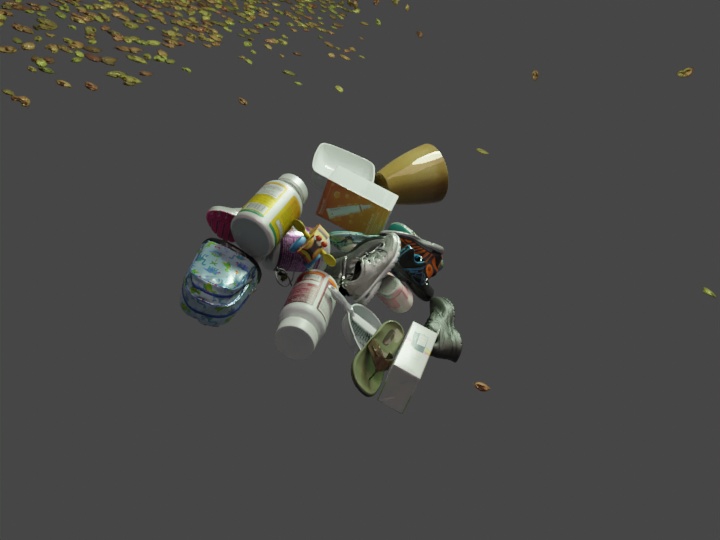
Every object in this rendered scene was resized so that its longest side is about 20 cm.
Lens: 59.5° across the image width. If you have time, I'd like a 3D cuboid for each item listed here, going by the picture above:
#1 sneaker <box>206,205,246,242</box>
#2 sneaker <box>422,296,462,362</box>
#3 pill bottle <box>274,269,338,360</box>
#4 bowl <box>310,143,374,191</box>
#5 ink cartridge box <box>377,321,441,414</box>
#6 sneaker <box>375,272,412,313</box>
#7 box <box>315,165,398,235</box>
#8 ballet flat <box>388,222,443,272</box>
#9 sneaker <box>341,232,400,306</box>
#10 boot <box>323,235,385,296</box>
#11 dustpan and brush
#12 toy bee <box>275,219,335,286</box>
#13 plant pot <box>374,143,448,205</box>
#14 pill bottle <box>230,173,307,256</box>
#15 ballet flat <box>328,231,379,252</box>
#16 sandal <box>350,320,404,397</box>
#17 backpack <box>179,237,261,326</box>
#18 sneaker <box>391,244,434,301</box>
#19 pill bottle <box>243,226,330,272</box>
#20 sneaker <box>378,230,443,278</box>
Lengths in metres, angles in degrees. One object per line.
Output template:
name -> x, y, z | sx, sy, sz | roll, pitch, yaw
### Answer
sneaker -> -0.292, -0.120, 1.587 | 0.196, 0.082, 0.089 | 17, 34, -25
sneaker -> 0.191, 0.137, 1.563 | 0.088, 0.077, 0.202 | 6, 37, -13
pill bottle -> -0.119, 0.096, 1.391 | 0.107, 0.111, 0.202 | 23, 36, -2
bowl -> -0.059, -0.289, 1.930 | 0.195, 0.076, 0.202 | 20, 36, -7
ink cartridge box -> 0.111, 0.200, 1.394 | 0.066, 0.119, 0.201 | 26, 36, 6
sneaker -> 0.066, 0.044, 1.609 | 0.105, 0.075, 0.200 | 47, -3, -34
box -> -0.010, -0.186, 1.789 | 0.197, 0.126, 0.098 | 27, 36, 3
ballet flat -> 0.160, -0.062, 1.803 | 0.073, 0.075, 0.200 | -21, 59, -45
sneaker -> 0.029, -0.017, 1.496 | 0.082, 0.074, 0.202 | 39, 64, -17
boot -> 0.000, 0.000, 1.569 | 0.196, 0.070, 0.133 | -23, 44, 6
dustpan and brush -> -0.014, 0.111, 1.422 | 0.199, 0.057, 0.141 | 42, 35, -13
toy bee -> -0.103, -0.048, 1.411 | 0.130, 0.108, 0.203 | 34, 39, -30
plant pot -> 0.145, -0.284, 1.977 | 0.196, 0.189, 0.187 | -18, 52, -27
pill bottle -> -0.201, -0.134, 1.440 | 0.111, 0.114, 0.201 | 28, 47, 5
ballet flat -> 0.005, -0.063, 1.692 | 0.195, 0.075, 0.075 | 1, 42, -25
sandal -> 0.041, 0.180, 1.363 | 0.079, 0.057, 0.203 | 39, 53, -9
backpack -> -0.309, 0.026, 1.357 | 0.161, 0.155, 0.202 | 29, 48, -5
sneaker -> 0.146, 0.012, 1.604 | 0.073, 0.082, 0.200 | 46, 3, 42
pill bottle -> -0.181, -0.055, 1.537 | 0.196, 0.114, 0.113 | 3, 41, -28
sneaker -> 0.131, -0.033, 1.682 | 0.196, 0.115, 0.077 | 18, -6, -19
